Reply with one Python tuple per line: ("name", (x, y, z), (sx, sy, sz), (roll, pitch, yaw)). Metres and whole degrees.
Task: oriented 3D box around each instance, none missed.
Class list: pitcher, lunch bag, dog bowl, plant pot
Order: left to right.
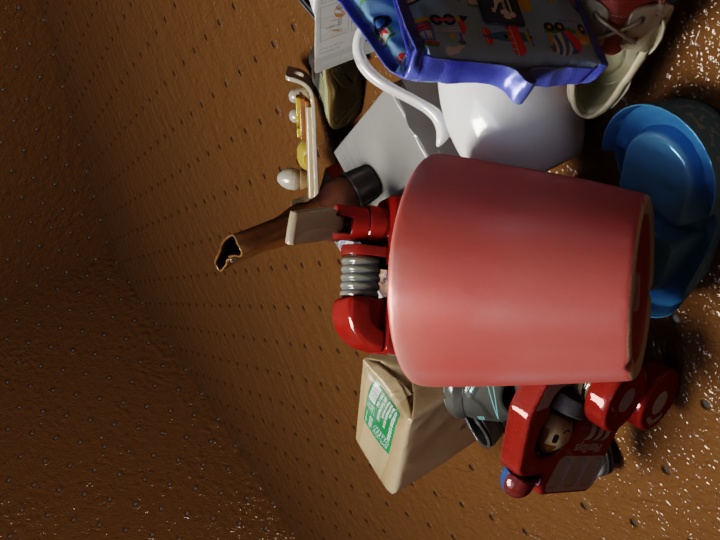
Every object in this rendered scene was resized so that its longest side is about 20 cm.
("lunch bag", (0.072, -0.188, 0.592), (0.095, 0.149, 0.202), (115, 143, -46))
("pitcher", (0.099, -0.168, 0.757), (0.202, 0.170, 0.121), (64, -171, 0))
("plant pot", (0.137, 0.007, 0.672), (0.175, 0.201, 0.203), (5, 125, 25))
("dog bowl", (0.252, -0.053, 0.698), (0.111, 0.049, 0.202), (44, 150, 38))

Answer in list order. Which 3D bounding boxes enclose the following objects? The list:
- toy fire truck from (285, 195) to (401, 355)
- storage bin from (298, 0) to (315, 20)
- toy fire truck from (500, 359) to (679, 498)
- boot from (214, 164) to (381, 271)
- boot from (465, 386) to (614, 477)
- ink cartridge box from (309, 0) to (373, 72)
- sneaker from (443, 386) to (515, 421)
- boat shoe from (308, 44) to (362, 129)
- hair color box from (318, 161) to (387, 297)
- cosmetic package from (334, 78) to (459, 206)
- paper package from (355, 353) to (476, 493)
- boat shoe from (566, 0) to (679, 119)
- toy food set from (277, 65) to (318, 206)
("toy fire truck", (0.000, 0.000, 0.921), (0.128, 0.197, 0.179), (167, 109, -71))
("storage bin", (-0.029, -0.367, 0.912), (0.201, 0.093, 0.136), (54, 155, 23))
("toy fire truck", (0.203, 0.143, 0.802), (0.112, 0.199, 0.170), (31, 103, 40))
("boot", (-0.084, -0.041, 1.020), (0.069, 0.199, 0.188), (61, 158, -3))
("boot", (0.189, 0.171, 0.956), (0.201, 0.131, 0.070), (57, 155, 15))
("ink cartridge box", (0.011, -0.307, 0.799), (0.057, 0.161, 0.201), (52, 154, 27))
("sneaker", (0.134, 0.059, 0.839), (0.078, 0.075, 0.203), (12, 113, 31))
("boat shoe", (-0.034, -0.265, 1.051), (0.065, 0.073, 0.201), (46, 152, 24))
("hair color box", (0.014, -0.049, 1.184), (0.201, 0.063, 0.111), (55, 155, 17))
("cosmetic package", (0.052, -0.145, 0.982), (0.108, 0.090, 0.200), (62, 154, 2))
("paper package", (0.094, 0.164, 1.075), (0.104, 0.189, 0.201), (47, 151, 29))
("boat shoe", (0.187, -0.180, 0.608), (0.070, 0.063, 0.200), (19, 167, 9))
("toy food set", (-0.091, -0.175, 1.161), (0.144, 0.059, 0.203), (-101, 9, -72))
